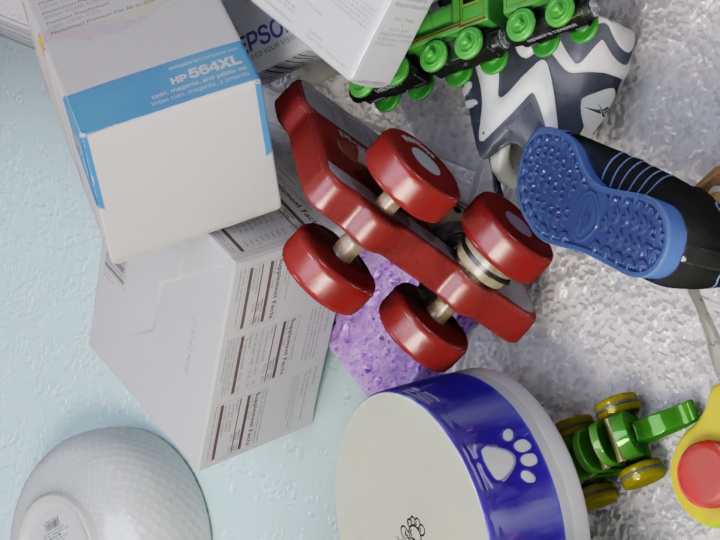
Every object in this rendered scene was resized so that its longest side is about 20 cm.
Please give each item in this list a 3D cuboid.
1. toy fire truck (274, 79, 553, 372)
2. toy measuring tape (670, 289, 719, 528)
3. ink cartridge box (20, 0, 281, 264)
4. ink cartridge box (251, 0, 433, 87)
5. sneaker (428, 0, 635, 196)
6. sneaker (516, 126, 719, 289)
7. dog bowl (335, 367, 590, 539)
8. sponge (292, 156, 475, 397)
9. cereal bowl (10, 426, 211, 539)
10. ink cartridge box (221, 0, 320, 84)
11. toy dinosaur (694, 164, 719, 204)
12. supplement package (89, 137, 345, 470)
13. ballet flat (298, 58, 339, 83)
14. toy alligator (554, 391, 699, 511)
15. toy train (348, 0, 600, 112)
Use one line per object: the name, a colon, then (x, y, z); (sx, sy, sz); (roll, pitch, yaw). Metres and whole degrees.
toy fire truck: (0.033, -0.038, 1.445); (0.112, 0.199, 0.168); (-47, 28, 20)
toy measuring tape: (0.216, 0.093, 1.350); (0.073, 0.073, 0.201); (-36, 66, 35)
ink cartridge box: (-0.148, -0.133, 1.459); (0.129, 0.124, 0.201); (83, 166, -50)
ink cartridge box: (-0.003, -0.245, 1.381); (0.162, 0.057, 0.201); (41, 112, 29)
sneaker: (0.086, -0.120, 1.463); (0.198, 0.079, 0.131); (16, 90, 30)
sneaker: (0.168, -0.034, 1.330); (0.200, 0.077, 0.071); (44, 119, 59)
dog bowl: (0.065, 0.170, 1.431); (0.200, 0.078, 0.202); (26, 121, 54)
sponge: (0.000, 0.000, 1.569); (0.200, 0.030, 0.112); (51, 120, 30)
cereal bowl: (-0.215, 0.226, 1.717); (0.199, 0.083, 0.202); (-1, 89, 42)
ink cartridge box: (-0.030, -0.254, 1.455); (0.195, 0.043, 0.202); (-23, 80, 38)
toy dinosaur: (0.253, -0.056, 1.340); (0.106, 0.060, 0.202); (-19, 86, 27)
supplement package: (-0.105, 0.011, 1.565); (0.156, 0.110, 0.201); (45, 138, 33)
ballet flat: (-0.045, -0.176, 1.600); (0.199, 0.069, 0.070); (26, 105, 43)
toy alligator: (0.137, 0.131, 1.427); (0.199, 0.054, 0.060); (-31, 68, 36)
toy train: (0.071, -0.156, 1.406); (0.199, 0.042, 0.057); (-16, 64, 35)
